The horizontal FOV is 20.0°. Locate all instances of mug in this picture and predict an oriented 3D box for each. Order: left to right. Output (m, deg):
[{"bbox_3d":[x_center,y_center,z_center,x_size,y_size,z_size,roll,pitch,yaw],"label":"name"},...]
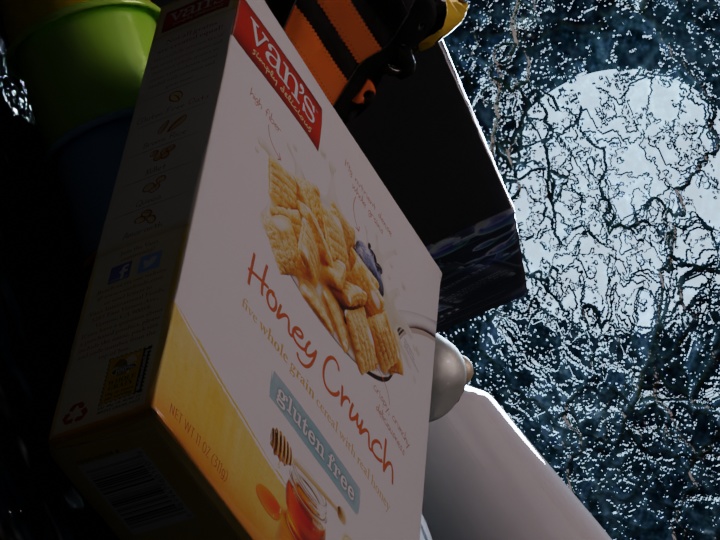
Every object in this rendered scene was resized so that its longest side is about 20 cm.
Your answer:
[{"bbox_3d":[0.041,0.156,1.138,0.149,0.186,0.154,-9,63,-55],"label":"mug"}]

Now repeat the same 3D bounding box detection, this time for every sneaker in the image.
[{"bbox_3d":[-0.009,-0.077,0.727,0.070,0.089,0.202,-97,-165,-79],"label":"sneaker"}]

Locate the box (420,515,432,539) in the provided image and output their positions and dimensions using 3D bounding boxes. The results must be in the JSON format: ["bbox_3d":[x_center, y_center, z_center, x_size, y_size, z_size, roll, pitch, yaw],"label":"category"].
[{"bbox_3d":[0.015,0.164,0.872,0.117,0.060,0.201,65,2,-46],"label":"box"}]

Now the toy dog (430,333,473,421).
[{"bbox_3d":[0.000,0.000,1.044,0.096,0.132,0.201,-2,61,-42],"label":"toy dog"}]

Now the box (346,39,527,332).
[{"bbox_3d":[-0.017,-0.023,0.872,0.200,0.147,0.108,57,10,-78],"label":"box"}]

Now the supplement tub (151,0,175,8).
[{"bbox_3d":[-0.021,-0.156,0.843,0.200,0.106,0.108,-22,-89,58],"label":"supplement tub"}]

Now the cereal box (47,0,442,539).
[{"bbox_3d":[-0.025,0.023,0.618,0.144,0.039,0.201,56,26,-34],"label":"cereal box"}]

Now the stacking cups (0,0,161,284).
[{"bbox_3d":[-0.075,-0.023,0.682,0.061,0.060,0.202,60,11,-76],"label":"stacking cups"}]
